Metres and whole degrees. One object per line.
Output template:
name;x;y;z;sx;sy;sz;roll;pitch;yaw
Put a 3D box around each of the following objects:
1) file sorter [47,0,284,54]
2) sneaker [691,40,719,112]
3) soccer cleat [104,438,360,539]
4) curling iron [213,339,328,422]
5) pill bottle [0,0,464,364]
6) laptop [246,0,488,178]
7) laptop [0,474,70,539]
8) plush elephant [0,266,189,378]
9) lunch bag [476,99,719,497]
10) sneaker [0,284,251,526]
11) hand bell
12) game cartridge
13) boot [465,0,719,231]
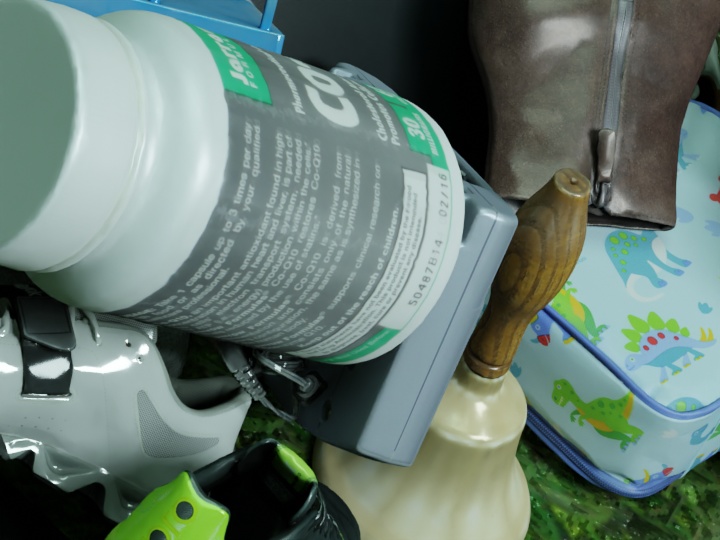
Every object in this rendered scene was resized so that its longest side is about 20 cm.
file sorter;-0.124;-0.174;1.107;0.199;0.123;0.139;12;9;-11
sneaker;0.136;-0.124;1.353;0.200;0.073;0.085;35;36;-47
soccer cleat;-0.037;0.104;1.065;0.068;0.081;0.200;45;18;14
curling iron;-0.054;0.016;1.168;0.050;0.026;0.200;43;5;-22
pill bottle;-0.063;-0.033;1.006;0.200;0.113;0.113;15;38;-47
laptop;0.014;-0.132;1.314;0.177;0.103;0.200;54;17;-28
laptop;-0.188;0.124;0.994;0.200;0.116;0.187;45;3;-11
plush elephant;-0.175;-0.042;1.132;0.154;0.165;0.200;-22;54;-33
lunch bag;0.140;0.007;1.275;0.161;0.083;0.200;43;46;17
sneaker;-0.130;0.033;1.074;0.200;0.089;0.074;31;8;-34
hand bell;0.057;0.030;1.130;0.104;0.200;0.104;12;44;-12
game cartridge;0.000;0.000;1.153;0.041;0.133;0.200;21;14;-25
boot;0.141;-0.098;1.264;0.199;0.072;0.167;4;75;-21
